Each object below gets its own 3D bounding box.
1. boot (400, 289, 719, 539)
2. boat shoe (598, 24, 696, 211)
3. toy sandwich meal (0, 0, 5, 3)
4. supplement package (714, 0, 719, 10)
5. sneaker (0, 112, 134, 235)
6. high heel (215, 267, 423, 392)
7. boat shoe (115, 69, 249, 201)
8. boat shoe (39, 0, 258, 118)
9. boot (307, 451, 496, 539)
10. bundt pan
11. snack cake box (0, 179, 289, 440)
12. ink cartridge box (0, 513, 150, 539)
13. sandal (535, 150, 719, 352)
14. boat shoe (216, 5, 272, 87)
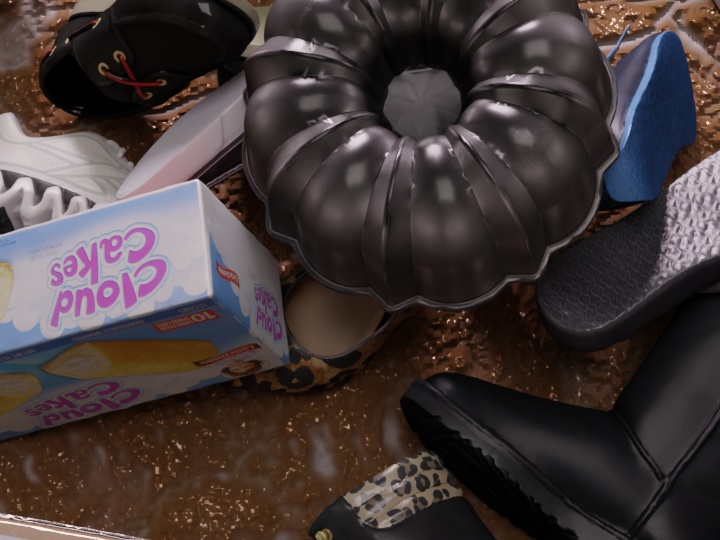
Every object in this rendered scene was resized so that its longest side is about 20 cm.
[{"bbox_3d":[0.143,0.074,0.852,0.199,0.077,0.169,36,72,9],"label":"boot"},{"bbox_3d":[0.146,-0.092,0.897,0.068,0.200,0.085,-13,102,27],"label":"boat shoe"},{"bbox_3d":[-0.272,-0.201,0.909,0.203,0.205,0.071,-24,80,-12],"label":"toy sandwich meal"},{"bbox_3d":[0.290,-0.197,0.959,0.116,0.118,0.202,-20,68,-9],"label":"supplement package"},{"bbox_3d":[-0.145,-0.039,0.906,0.198,0.075,0.082,17,57,6],"label":"sneaker"},{"bbox_3d":[0.000,0.000,0.847,0.198,0.143,0.072,-22,69,-11],"label":"high heel"},{"bbox_3d":[-0.044,-0.082,0.869,0.200,0.072,0.068,-41,109,-17],"label":"boat shoe"},{"bbox_3d":[-0.122,-0.123,0.881,0.073,0.200,0.064,33,72,-28],"label":"boat shoe"},{"bbox_3d":[0.010,0.202,0.798,0.202,0.074,0.154,-33,65,-15],"label":"boot"},{"bbox_3d":[0.030,-0.086,0.769,0.199,0.076,0.205,-2,74,8],"label":"bundt pan"},{"bbox_3d":[-0.149,0.027,0.817,0.198,0.115,0.068,-15,64,13],"label":"snack cake box"},{"bbox_3d":[-0.141,0.180,0.750,0.197,0.165,0.076,10,65,4],"label":"ink cartridge box"},{"bbox_3d":[0.187,-0.016,0.848,0.198,0.043,0.077,-24,51,-1],"label":"sandal"},{"bbox_3d":[0.007,-0.129,0.956,0.199,0.064,0.074,-8,35,-19],"label":"boat shoe"}]
